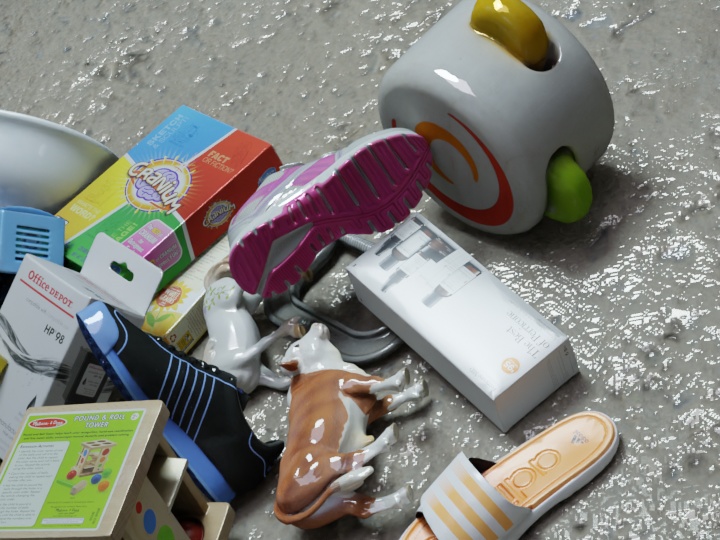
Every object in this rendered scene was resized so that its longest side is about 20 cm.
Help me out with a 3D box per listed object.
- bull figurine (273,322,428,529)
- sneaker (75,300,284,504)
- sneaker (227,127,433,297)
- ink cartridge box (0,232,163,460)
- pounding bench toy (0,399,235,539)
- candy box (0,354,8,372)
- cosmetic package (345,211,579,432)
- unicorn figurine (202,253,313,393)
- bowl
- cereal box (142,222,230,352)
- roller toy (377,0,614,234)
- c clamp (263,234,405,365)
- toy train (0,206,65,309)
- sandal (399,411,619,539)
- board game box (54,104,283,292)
[{"bbox_3d":[-0.015,0.121,1.508,0.121,0.065,0.201,-14,42,20],"label":"bull figurine"},{"bbox_3d":[-0.144,0.094,1.527,0.078,0.200,0.070,-40,10,-13],"label":"sneaker"},{"bbox_3d":[-0.034,-0.063,1.596,0.199,0.082,0.088,-30,31,-8],"label":"sneaker"},{"bbox_3d":[-0.261,0.065,1.636,0.116,0.066,0.201,28,94,46],"label":"ink cartridge box"},{"bbox_3d":[-0.222,0.202,1.466,0.199,0.156,0.125,-5,45,25],"label":"pounding bench toy"},{"bbox_3d":[-0.389,0.143,1.616,0.102,0.026,0.201,16,68,43],"label":"candy box"},{"bbox_3d":[0.080,0.038,1.538,0.082,0.051,0.200,-39,50,-12],"label":"cosmetic package"},{"bbox_3d":[-0.105,0.063,1.623,0.137,0.074,0.201,-22,37,19],"label":"unicorn figurine"},{"bbox_3d":[-0.336,-0.081,1.838,0.200,0.201,0.091,2,74,30],"label":"bowl"},{"bbox_3d":[-0.159,-0.014,1.756,0.143,0.040,0.200,18,56,42],"label":"cereal box"},{"bbox_3d":[0.118,-0.139,1.623,0.140,0.200,0.182,-44,22,-22],"label":"roller toy"},{"bbox_3d":[0.000,0.000,1.663,0.171,0.027,0.200,-40,42,-14],"label":"c clamp"},{"bbox_3d":[-0.348,0.004,1.757,0.199,0.086,0.115,-7,76,50],"label":"toy train"},{"bbox_3d":[0.099,0.157,1.412,0.206,0.059,0.079,-37,40,-13],"label":"sandal"},{"bbox_3d":[-0.187,-0.060,1.759,0.200,0.040,0.153,-43,40,-19],"label":"board game box"}]
